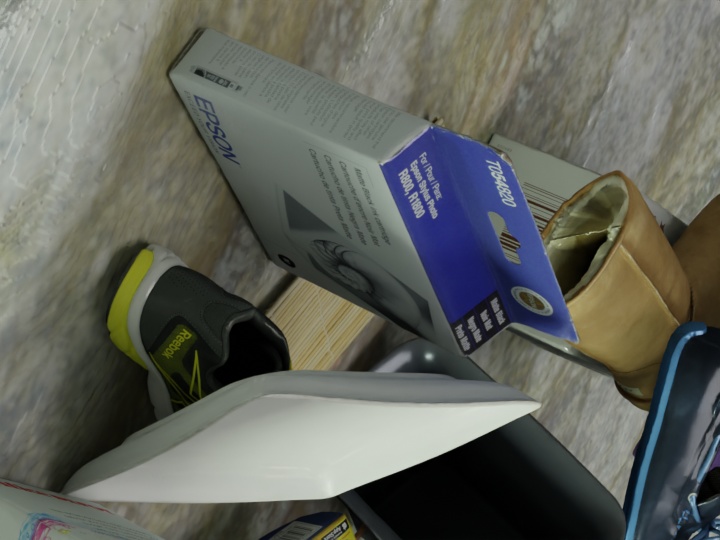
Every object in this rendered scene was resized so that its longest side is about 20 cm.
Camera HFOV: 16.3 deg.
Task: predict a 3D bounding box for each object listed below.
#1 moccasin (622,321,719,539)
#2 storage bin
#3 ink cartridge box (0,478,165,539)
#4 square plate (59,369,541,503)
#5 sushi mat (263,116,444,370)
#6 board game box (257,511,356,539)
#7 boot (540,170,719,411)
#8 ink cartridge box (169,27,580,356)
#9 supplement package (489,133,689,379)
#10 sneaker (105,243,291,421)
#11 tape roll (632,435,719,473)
[{"bbox_3d":[0.203,0.134,1.556,0.081,0.068,0.201,-74,178,-67],"label":"moccasin"},{"bbox_3d":[0.062,0.171,1.606,0.145,0.200,0.134,-39,153,-16],"label":"storage bin"},{"bbox_3d":[-0.135,0.208,1.284,0.145,0.200,0.145,24,89,-54],"label":"ink cartridge box"},{"bbox_3d":[-0.036,0.090,1.378,0.198,0.200,0.029,4,68,-39],"label":"square plate"},{"bbox_3d":[0.000,0.000,1.557,0.200,0.012,0.096,-49,146,-28],"label":"sushi mat"},{"bbox_3d":[-0.061,0.280,1.516,0.200,0.062,0.201,-34,114,-35],"label":"board game box"},{"bbox_3d":[0.189,-0.011,1.570,0.176,0.066,0.200,-60,148,-10],"label":"boot"},{"bbox_3d":[0.010,-0.031,1.361,0.041,0.200,0.200,-55,148,-19],"label":"ink cartridge box"},{"bbox_3d":[0.152,0.001,1.701,0.200,0.117,0.117,24,89,-61],"label":"supplement package"},{"bbox_3d":[-0.074,0.062,1.407,0.075,0.084,0.200,-58,150,-13],"label":"sneaker"},{"bbox_3d":[0.268,0.066,1.664,0.200,0.066,0.200,-50,176,-5],"label":"tape roll"}]
